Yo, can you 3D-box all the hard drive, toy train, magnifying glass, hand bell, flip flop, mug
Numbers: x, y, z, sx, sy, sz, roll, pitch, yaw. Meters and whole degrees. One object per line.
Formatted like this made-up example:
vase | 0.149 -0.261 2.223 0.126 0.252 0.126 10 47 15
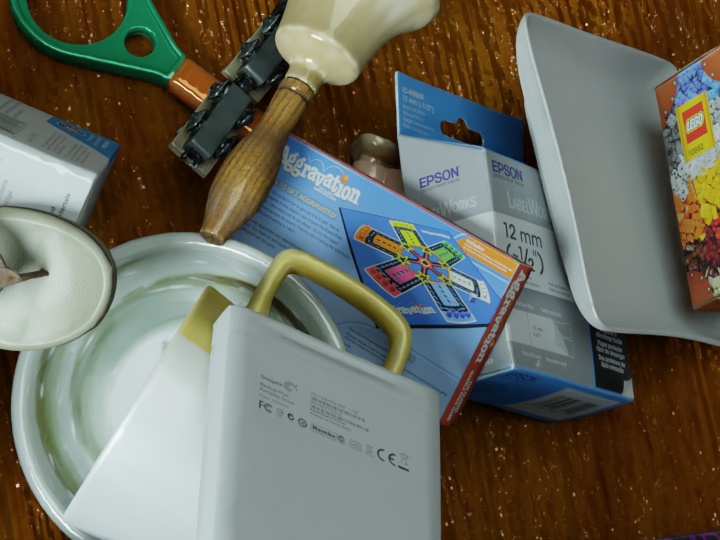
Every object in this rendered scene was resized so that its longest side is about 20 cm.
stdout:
hard drive | -0.019 0.119 1.210 0.132 0.027 0.200 25 40 -22
toy train | -0.063 -0.128 1.486 0.034 0.046 0.200 44 52 -14
magnifying glass | -0.132 -0.135 1.506 0.200 0.022 0.080 35 68 2
hand bell | -0.040 -0.099 1.419 0.104 0.104 0.200 28 67 -3
flip flop | -0.231 -0.005 1.291 0.200 0.058 0.081 17 102 -3
mug | -0.049 0.096 1.309 0.153 0.149 0.187 32 100 -2

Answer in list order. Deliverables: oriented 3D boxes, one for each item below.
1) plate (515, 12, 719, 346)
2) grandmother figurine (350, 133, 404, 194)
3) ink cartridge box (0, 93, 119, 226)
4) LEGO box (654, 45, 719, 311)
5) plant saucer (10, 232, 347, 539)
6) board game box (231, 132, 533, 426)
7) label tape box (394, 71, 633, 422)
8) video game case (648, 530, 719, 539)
plate | 0.161 -0.048 1.486 0.200 0.032 0.200 9 64 -55
grandmother figurine | 0.002 0.020 1.468 0.121 0.061 0.200 14 70 21
ink cartridge box | -0.250 -0.067 1.382 0.200 0.145 0.085 24 99 -4
LEGO box | 0.295 -0.053 1.515 0.200 0.077 0.149 2 71 -30
plant saucer | -0.101 0.079 1.408 0.200 0.050 0.200 0 84 4
board game box | 0.000 0.000 1.411 0.200 0.019 0.103 31 99 34
label tape box | 0.093 -0.019 1.454 0.143 0.066 0.200 17 64 -52
video game case | 0.201 0.239 1.369 0.036 0.200 0.181 -17 79 25
